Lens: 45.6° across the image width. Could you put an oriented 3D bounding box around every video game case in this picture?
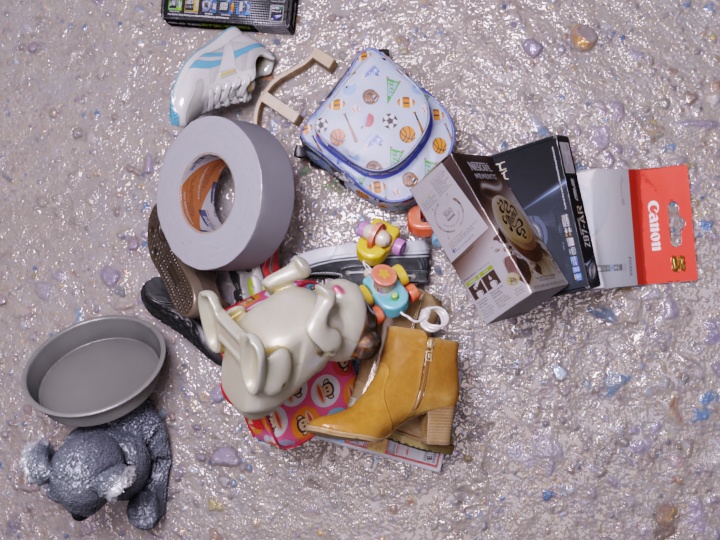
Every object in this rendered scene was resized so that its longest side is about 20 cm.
[{"bbox_3d":[0.032,0.187,1.203,0.197,0.017,0.145,13,90,8],"label":"video game case"}]

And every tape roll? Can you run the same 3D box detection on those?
[{"bbox_3d":[-0.183,-0.100,1.141,0.198,0.066,0.204,-1,89,36],"label":"tape roll"}]

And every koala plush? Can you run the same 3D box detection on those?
[{"bbox_3d":[-0.359,0.264,1.165,0.175,0.200,0.186,14,90,9],"label":"koala plush"}]

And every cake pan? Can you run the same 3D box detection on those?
[{"bbox_3d":[-0.366,0.140,1.192,0.197,0.201,0.037,1,128,8],"label":"cake pan"}]

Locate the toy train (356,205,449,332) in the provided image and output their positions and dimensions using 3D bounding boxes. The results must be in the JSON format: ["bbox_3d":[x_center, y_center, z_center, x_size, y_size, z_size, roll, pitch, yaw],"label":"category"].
[{"bbox_3d":[0.064,-0.022,1.113,0.148,0.056,0.202,3,56,5],"label":"toy train"}]

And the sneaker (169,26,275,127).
[{"bbox_3d":[-0.192,-0.262,1.181,0.080,0.077,0.201,29,54,6],"label":"sneaker"}]

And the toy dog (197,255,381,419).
[{"bbox_3d":[-0.067,0.083,1.022,0.198,0.139,0.196,-22,121,-30],"label":"toy dog"}]

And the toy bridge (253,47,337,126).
[{"bbox_3d":[-0.115,-0.233,1.234,0.067,0.027,0.201,34,93,10],"label":"toy bridge"}]

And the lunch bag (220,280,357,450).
[{"bbox_3d":[-0.103,0.128,1.119,0.175,0.082,0.203,-26,104,-33],"label":"lunch bag"}]

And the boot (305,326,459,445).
[{"bbox_3d":[0.030,0.143,1.079,0.198,0.071,0.146,5,78,-16],"label":"boot"}]

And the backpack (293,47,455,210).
[{"bbox_3d":[0.034,-0.183,1.155,0.190,0.154,0.201,39,92,-1],"label":"backpack"}]

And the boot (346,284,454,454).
[{"bbox_3d":[0.074,0.131,1.147,0.173,0.066,0.203,21,80,-21],"label":"boot"}]

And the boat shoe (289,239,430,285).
[{"bbox_3d":[0.000,0.000,1.186,0.197,0.072,0.072,-6,85,7],"label":"boat shoe"}]

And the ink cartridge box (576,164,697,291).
[{"bbox_3d":[0.348,-0.057,1.151,0.197,0.047,0.163,-5,88,10],"label":"ink cartridge box"}]

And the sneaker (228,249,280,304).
[{"bbox_3d":[-0.129,0.043,1.202,0.076,0.084,0.203,1,97,48],"label":"sneaker"}]

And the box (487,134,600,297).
[{"bbox_3d":[0.218,-0.060,1.137,0.159,0.043,0.203,-13,86,37],"label":"box"}]

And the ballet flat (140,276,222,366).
[{"bbox_3d":[-0.232,0.078,1.238,0.199,0.057,0.067,39,65,3],"label":"ballet flat"}]

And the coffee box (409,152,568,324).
[{"bbox_3d":[0.162,-0.043,1.083,0.080,0.112,0.202,-39,72,32],"label":"coffee box"}]

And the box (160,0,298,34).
[{"bbox_3d":[-0.182,-0.450,1.242,0.197,0.048,0.196,7,91,8],"label":"box"}]

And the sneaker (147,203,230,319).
[{"bbox_3d":[-0.248,-0.013,1.229,0.070,0.075,0.202,-40,58,30],"label":"sneaker"}]
